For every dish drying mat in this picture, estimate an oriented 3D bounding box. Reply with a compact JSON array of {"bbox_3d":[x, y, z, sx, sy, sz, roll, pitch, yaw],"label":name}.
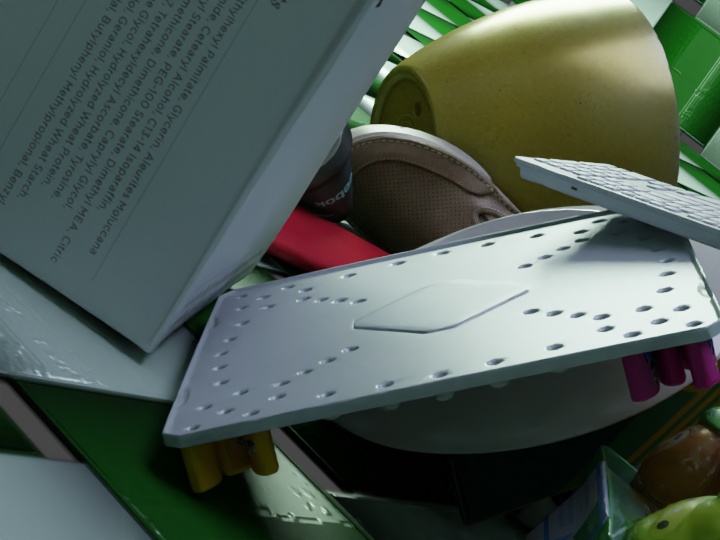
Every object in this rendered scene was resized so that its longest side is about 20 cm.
[{"bbox_3d":[0.000,0.000,1.148,0.199,0.018,0.077,27,14,-34],"label":"dish drying mat"}]

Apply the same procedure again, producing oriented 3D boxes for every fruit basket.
[{"bbox_3d":[0.144,0.079,0.809,0.094,0.200,0.185,34,13,-3],"label":"fruit basket"}]

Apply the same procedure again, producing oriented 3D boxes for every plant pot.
[{"bbox_3d":[0.089,-0.077,1.341,0.141,0.201,0.200,-2,29,-25],"label":"plant pot"}]

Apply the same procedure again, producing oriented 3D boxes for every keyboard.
[{"bbox_3d":[0.142,-0.021,0.846,0.056,0.011,0.200,-4,17,-34],"label":"keyboard"}]

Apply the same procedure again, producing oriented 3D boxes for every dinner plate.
[{"bbox_3d":[0.071,0.015,0.930,0.200,0.199,0.024,-119,-169,-64],"label":"dinner plate"}]

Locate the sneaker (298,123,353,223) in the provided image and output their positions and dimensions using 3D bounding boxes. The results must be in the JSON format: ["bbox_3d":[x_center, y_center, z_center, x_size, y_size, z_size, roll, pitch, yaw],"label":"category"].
[{"bbox_3d":[-0.079,-0.090,1.199,0.200,0.075,0.079,40,-11,30],"label":"sneaker"}]

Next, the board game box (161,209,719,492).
[{"bbox_3d":[0.034,0.025,0.824,0.200,0.199,0.026,-80,157,-76],"label":"board game box"}]

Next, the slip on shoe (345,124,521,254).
[{"bbox_3d":[0.063,-0.013,1.252,0.200,0.076,0.061,37,23,-18],"label":"slip on shoe"}]

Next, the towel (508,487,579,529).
[{"bbox_3d":[0.135,0.111,1.048,0.199,0.035,0.193,30,13,-20],"label":"towel"}]

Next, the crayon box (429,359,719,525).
[{"bbox_3d":[0.118,0.031,0.954,0.126,0.199,0.052,-121,-166,-62],"label":"crayon box"}]

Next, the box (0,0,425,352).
[{"bbox_3d":[-0.069,-0.096,0.902,0.130,0.201,0.199,33,12,3],"label":"box"}]

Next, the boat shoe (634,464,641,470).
[{"bbox_3d":[0.121,0.046,1.061,0.199,0.071,0.070,29,12,-2],"label":"boat shoe"}]
